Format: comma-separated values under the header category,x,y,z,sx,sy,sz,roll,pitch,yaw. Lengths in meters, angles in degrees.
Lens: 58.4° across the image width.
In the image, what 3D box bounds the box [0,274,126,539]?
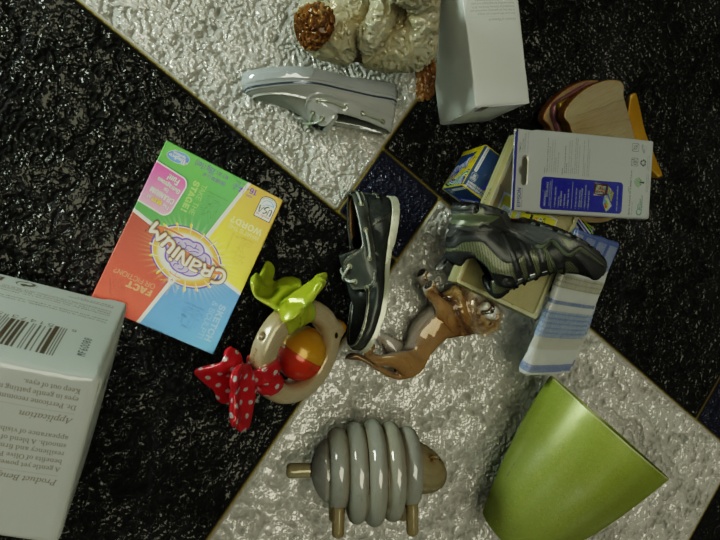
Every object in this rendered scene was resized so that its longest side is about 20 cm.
category,x,y,z,sx,sy,sz,roll,pitch,yaw
box,-0.349,0.114,0.613,0.197,0.200,0.173,16,102,-17

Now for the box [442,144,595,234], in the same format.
category,x,y,z,sx,sy,sz,roll,pitch,yaw
box,0.212,-0.083,0.867,0.199,0.070,0.065,33,83,-15

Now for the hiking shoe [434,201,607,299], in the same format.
category,x,y,z,sx,sy,sz,roll,pitch,yaw
hiking shoe,0.190,-0.012,0.767,0.198,0.076,0.102,18,101,-2

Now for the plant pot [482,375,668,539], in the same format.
category,x,y,z,sx,sy,sz,roll,pitch,yaw
plant pot,0.259,0.277,0.851,0.187,0.187,0.200,39,96,-14

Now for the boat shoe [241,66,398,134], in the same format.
category,x,y,z,sx,sy,sz,roll,pitch,yaw
boat shoe,-0.044,-0.201,0.782,0.198,0.073,0.068,0,91,-18

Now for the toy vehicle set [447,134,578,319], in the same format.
category,x,y,z,sx,sy,sz,roll,pitch,yaw
toy vehicle set,0.205,-0.054,0.816,0.123,0.026,0.202,25,87,-16

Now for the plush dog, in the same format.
category,x,y,z,sx,sy,sz,roll,pitch,yaw
plush dog,0.007,-0.284,0.751,0.170,0.200,0.162,4,115,6

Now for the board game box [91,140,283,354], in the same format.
category,x,y,z,sx,sy,sz,roll,pitch,yaw
board game box,-0.200,-0.025,0.755,0.152,0.040,0.202,25,84,-16

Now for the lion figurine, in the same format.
category,x,y,z,sx,sy,sz,roll,pitch,yaw
lion figurine,0.086,0.083,0.841,0.200,0.073,0.123,-40,116,2

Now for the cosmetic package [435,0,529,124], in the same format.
category,x,y,z,sx,sy,sz,roll,pitch,yaw
cosmetic package,0.144,-0.296,0.820,0.080,0.113,0.202,-10,96,-16

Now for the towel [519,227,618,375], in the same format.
category,x,y,z,sx,sy,sz,roll,pitch,yaw
towel,0.279,0.047,0.863,0.146,0.024,0.202,6,105,-49

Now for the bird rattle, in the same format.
category,x,y,z,sx,sy,sz,roll,pitch,yaw
bird rattle,-0.085,0.097,0.755,0.163,0.112,0.202,33,72,-47

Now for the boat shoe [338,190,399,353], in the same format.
category,x,y,z,sx,sy,sz,roll,pitch,yaw
boat shoe,0.000,0.000,0.802,0.067,0.072,0.202,11,80,-23

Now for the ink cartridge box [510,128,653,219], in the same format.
category,x,y,z,sx,sy,sz,roll,pitch,yaw
ink cartridge box,0.266,-0.116,0.794,0.198,0.039,0.101,2,94,-17

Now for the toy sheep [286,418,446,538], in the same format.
category,x,y,z,sx,sy,sz,roll,pitch,yaw
toy sheep,0.009,0.248,0.785,0.198,0.138,0.140,1,91,-11

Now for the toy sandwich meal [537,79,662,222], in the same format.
category,x,y,z,sx,sy,sz,roll,pitch,yaw
toy sandwich meal,0.338,-0.168,0.904,0.203,0.070,0.208,0,92,-17
